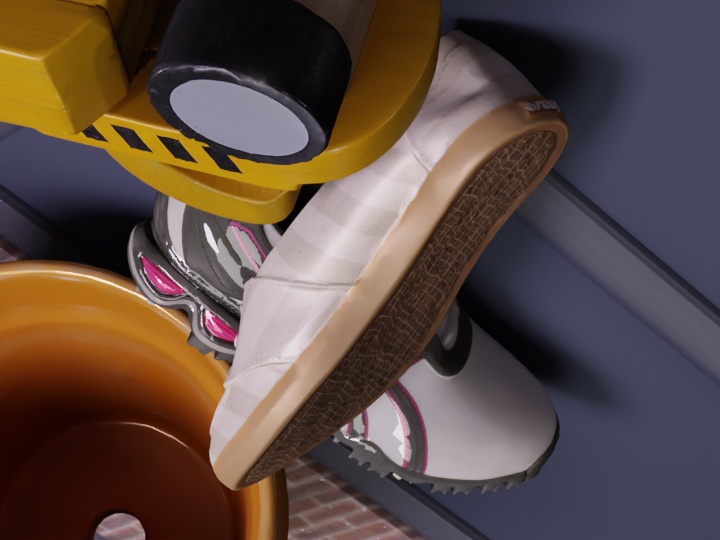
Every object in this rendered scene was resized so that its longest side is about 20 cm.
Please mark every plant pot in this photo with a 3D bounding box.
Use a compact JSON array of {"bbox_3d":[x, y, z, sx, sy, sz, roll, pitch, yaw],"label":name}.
[{"bbox_3d":[-0.123,0.110,0.938,0.200,0.200,0.183,14,171,8],"label":"plant pot"}]

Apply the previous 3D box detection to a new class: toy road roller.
[{"bbox_3d":[-0.073,-0.088,0.699,0.200,0.123,0.146,14,157,8],"label":"toy road roller"}]

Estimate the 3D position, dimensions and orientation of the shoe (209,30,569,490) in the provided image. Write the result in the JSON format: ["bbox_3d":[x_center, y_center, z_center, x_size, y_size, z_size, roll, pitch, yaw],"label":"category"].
[{"bbox_3d":[0.000,0.000,0.782,0.053,0.070,0.200,49,120,20],"label":"shoe"}]

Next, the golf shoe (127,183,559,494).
[{"bbox_3d":[0.008,0.020,0.849,0.200,0.077,0.088,31,135,-20],"label":"golf shoe"}]
